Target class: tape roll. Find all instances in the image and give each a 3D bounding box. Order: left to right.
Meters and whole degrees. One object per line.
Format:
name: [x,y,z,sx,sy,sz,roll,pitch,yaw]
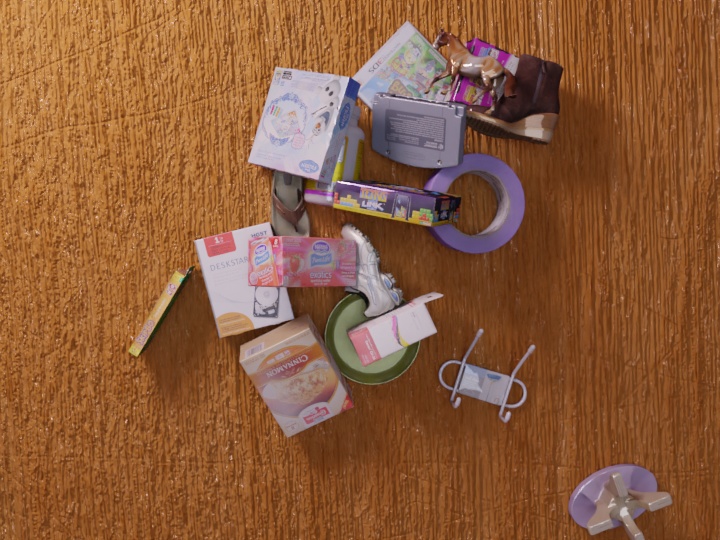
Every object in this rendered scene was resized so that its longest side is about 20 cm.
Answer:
tape roll: [0.228,-0.136,1.600,0.199,0.085,0.201,0,94,-6]

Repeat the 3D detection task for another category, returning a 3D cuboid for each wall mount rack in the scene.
wall mount rack: [0.272,0.216,1.631,0.199,0.075,0.174,17,92,-7]

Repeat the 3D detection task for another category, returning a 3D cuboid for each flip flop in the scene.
flip flop: [-0.141,-0.140,1.575,0.081,0.058,0.201,-2,95,-6]

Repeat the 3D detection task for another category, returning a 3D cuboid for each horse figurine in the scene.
horse figurine: [0.216,-0.377,1.500,0.200,0.050,0.133,22,73,17]

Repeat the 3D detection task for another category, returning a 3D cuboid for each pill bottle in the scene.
pill bottle: [-0.049,-0.228,1.556,0.104,0.104,0.201,8,93,-6]

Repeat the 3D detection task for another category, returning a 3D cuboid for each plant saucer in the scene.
plant saucer: [0.024,0.135,1.623,0.199,0.031,0.201,0,94,-6]

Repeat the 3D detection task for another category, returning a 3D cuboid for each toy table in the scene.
toy table: [0.553,0.495,1.657,0.200,0.117,0.184,-33,96,-2]

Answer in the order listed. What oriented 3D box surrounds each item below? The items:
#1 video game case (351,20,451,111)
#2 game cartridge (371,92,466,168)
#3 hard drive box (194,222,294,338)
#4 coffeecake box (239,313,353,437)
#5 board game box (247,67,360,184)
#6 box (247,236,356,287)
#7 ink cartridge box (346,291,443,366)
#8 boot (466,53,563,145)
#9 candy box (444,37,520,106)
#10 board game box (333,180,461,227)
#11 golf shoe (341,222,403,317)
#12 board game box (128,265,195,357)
video game case: [0.104,-0.375,1.602,0.200,0.022,0.182,44,89,-7]
game cartridge: [0.114,-0.272,1.540,0.200,0.040,0.134,17,116,29]
hard drive box: [-0.231,0.017,1.567,0.155,0.077,0.201,-15,95,-5]
coffeecake box: [-0.126,0.210,1.557,0.153,0.073,0.200,-26,113,4]
board game box: [-0.112,-0.284,1.516,0.200,0.043,0.200,19,92,38]
box: [-0.110,-0.016,1.506,0.200,0.102,0.095,0,91,-46]
ink cartridge box: [0.078,0.113,1.553,0.200,0.116,0.068,-25,95,-3]
boot: [0.301,-0.346,1.542,0.199,0.072,0.167,11,81,-11]
candy box: [0.286,-0.367,1.589,0.200,0.061,0.137,20,91,-15]
board game box: [0.072,-0.131,1.486,0.199,0.165,0.057,12,100,21]
golf shoe: [0.000,0.000,1.573,0.097,0.078,0.200,-30,80,-5]
board game box: [-0.390,0.073,1.545,0.030,0.096,0.200,33,90,-6]
